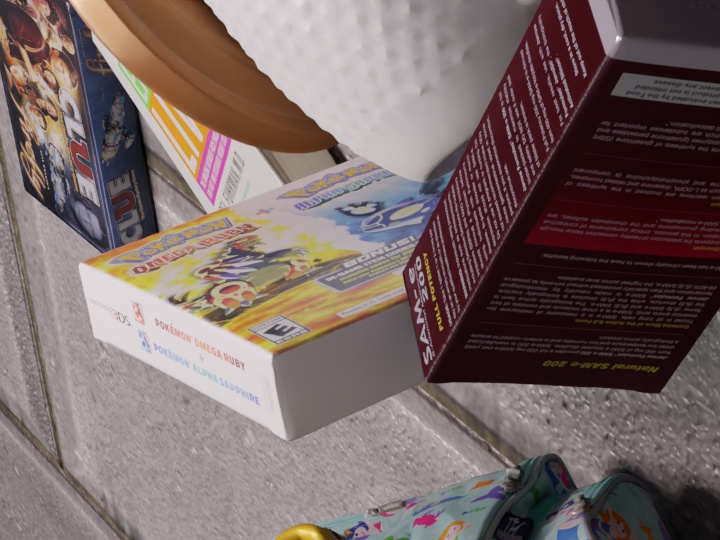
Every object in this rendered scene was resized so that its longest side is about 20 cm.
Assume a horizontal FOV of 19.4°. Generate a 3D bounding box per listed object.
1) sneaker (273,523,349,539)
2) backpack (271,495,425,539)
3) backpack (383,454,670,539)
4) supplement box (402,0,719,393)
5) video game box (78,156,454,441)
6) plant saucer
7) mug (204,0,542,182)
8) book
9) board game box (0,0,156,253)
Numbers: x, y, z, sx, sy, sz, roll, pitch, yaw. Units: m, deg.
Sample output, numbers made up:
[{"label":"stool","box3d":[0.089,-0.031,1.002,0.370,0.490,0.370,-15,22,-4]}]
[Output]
[{"label":"sneaker","box3d":[-0.021,0.211,1.008,0.082,0.078,0.201,52,-158,-43]},{"label":"backpack","box3d":[-0.004,0.229,1.172,0.151,0.199,0.178,-120,17,-59]},{"label":"backpack","box3d":[0.084,0.179,0.983,0.200,0.150,0.178,-48,-65,-78]},{"label":"supplement box","box3d":[0.100,-0.035,0.798,0.200,0.108,0.061,117,150,-46]},{"label":"video game box","box3d":[0.000,0.000,0.960,0.182,0.199,0.047,17,124,55]},{"label":"plant saucer","box3d":[-0.062,-0.145,0.969,0.032,0.200,0.201,-39,77,35]},{"label":"mug","box3d":[0.022,-0.143,0.861,0.176,0.147,0.200,55,143,4]},{"label":"book","box3d":[-0.085,-0.093,1.216,0.200,0.048,0.134,55,156,14]},{"label":"board game box","box3d":[-0.195,-0.117,1.401,0.135,0.034,0.201,35,142,45]}]
